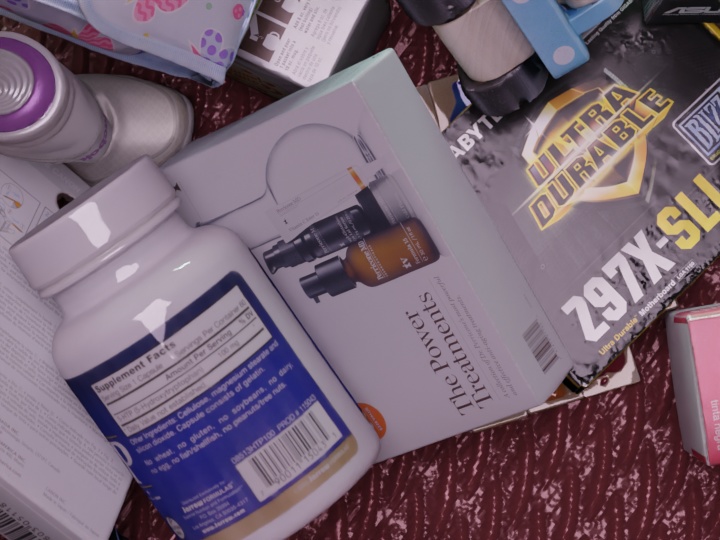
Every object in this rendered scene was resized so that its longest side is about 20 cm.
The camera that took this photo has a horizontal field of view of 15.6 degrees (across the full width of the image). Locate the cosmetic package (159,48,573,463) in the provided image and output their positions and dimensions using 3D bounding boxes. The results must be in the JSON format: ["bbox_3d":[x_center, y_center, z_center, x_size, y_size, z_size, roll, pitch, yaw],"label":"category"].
[{"bbox_3d":[0.000,0.000,1.406,0.151,0.052,0.200,-22,104,38],"label":"cosmetic package"}]

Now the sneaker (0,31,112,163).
[{"bbox_3d":[-0.221,-0.098,1.406,0.200,0.100,0.075,23,85,31],"label":"sneaker"}]

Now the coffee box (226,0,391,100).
[{"bbox_3d":[-0.090,-0.164,1.465,0.200,0.114,0.080,26,85,5],"label":"coffee box"}]

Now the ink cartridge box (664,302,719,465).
[{"bbox_3d":[0.271,0.047,1.402,0.200,0.147,0.083,-8,89,2],"label":"ink cartridge box"}]

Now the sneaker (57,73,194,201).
[{"bbox_3d":[-0.194,-0.081,1.478,0.200,0.081,0.075,0,81,1],"label":"sneaker"}]

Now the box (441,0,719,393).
[{"bbox_3d":[0.136,-0.055,1.466,0.200,0.049,0.160,-43,86,-7],"label":"box"}]

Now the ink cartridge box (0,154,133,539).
[{"bbox_3d":[-0.180,0.039,1.416,0.162,0.050,0.200,41,42,-22],"label":"ink cartridge box"}]

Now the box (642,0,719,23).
[{"bbox_3d":[0.232,-0.238,1.467,0.160,0.044,0.200,0,75,-9],"label":"box"}]

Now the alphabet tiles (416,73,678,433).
[{"bbox_3d":[0.083,-0.017,1.492,0.166,0.006,0.200,-17,83,0],"label":"alphabet tiles"}]

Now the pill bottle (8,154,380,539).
[{"bbox_3d":[-0.091,0.045,1.375,0.120,0.120,0.200,-35,97,-2],"label":"pill bottle"}]

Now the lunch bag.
[{"bbox_3d":[-0.134,-0.205,1.356,0.200,0.127,0.170,22,86,-1],"label":"lunch bag"}]

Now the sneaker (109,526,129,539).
[{"bbox_3d":[-0.134,0.194,1.451,0.078,0.070,0.200,-7,84,-10],"label":"sneaker"}]

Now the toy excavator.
[{"bbox_3d":[0.122,-0.169,1.389,0.200,0.195,0.100,-32,127,10],"label":"toy excavator"}]
